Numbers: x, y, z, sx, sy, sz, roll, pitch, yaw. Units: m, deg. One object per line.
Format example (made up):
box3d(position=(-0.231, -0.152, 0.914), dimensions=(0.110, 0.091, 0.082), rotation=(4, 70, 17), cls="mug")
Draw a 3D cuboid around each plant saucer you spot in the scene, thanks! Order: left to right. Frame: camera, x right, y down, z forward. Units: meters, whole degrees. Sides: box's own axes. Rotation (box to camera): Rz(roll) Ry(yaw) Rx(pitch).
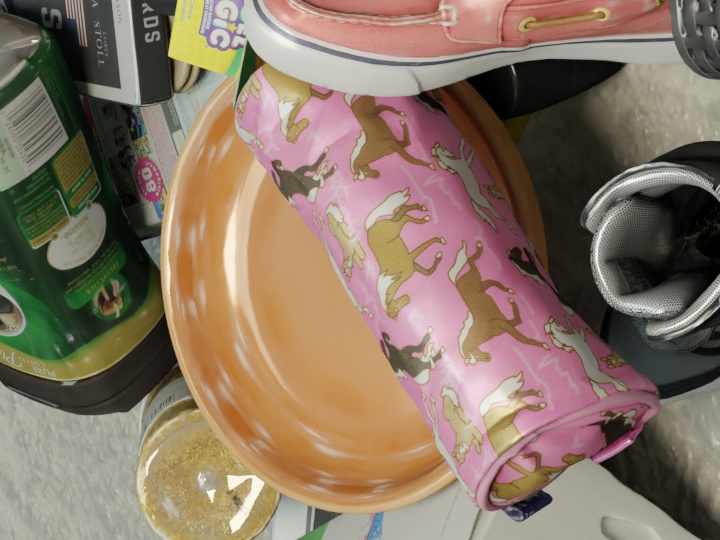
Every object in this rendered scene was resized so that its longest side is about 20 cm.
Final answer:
box3d(position=(0.000, 0.000, 1.126), dimensions=(0.199, 0.037, 0.201), rotation=(4, 96, 39), cls="plant saucer")

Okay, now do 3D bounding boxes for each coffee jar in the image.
box3d(position=(-0.160, -0.024, 1.290), dimensions=(0.104, 0.085, 0.201), rotation=(17, 141, 40), cls="coffee jar")

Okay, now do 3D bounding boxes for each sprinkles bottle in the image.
box3d(position=(-0.074, 0.085, 1.288), dimensions=(0.200, 0.068, 0.069), rotation=(-122, 19, -83), cls="sprinkles bottle")

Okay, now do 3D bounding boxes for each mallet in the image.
box3d(position=(0.065, -0.046, 1.169), dimensions=(0.041, 0.066, 0.200), rotation=(52, 154, 23), cls="mallet")

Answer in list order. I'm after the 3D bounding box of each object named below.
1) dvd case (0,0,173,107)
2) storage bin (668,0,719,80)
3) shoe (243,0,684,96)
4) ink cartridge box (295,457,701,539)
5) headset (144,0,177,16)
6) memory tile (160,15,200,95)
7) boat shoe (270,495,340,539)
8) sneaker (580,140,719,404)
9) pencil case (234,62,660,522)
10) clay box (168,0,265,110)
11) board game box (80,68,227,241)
box3d(position=(-0.161, -0.164, 1.286), dimensions=(0.200, 0.025, 0.151), rotation=(15, 115, 50), cls="dvd case")
box3d(position=(0.173, -0.167, 0.885), dimensions=(0.094, 0.135, 0.201), rotation=(10, 113, 50), cls="storage bin")
box3d(position=(0.058, -0.122, 0.997), dimensions=(0.091, 0.199, 0.072), rotation=(104, 159, -54), cls="shoe")
box3d(position=(0.058, 0.161, 1.163), dimensions=(0.145, 0.084, 0.200), rotation=(35, 145, -15), cls="ink cartridge box")
box3d(position=(-0.084, -0.207, 1.151), dimensions=(0.094, 0.124, 0.201), rotation=(8, 121, 18), cls="headset")
box3d(position=(-0.141, -0.162, 1.295), dimensions=(0.200, 0.017, 0.154), rotation=(7, 109, 52), cls="memory tile")
box3d(position=(-0.003, 0.077, 1.275), dimensions=(0.070, 0.066, 0.201), rotation=(-86, 4, -54), cls="boat shoe")
box3d(position=(0.122, 0.000, 1.040), dimensions=(0.076, 0.114, 0.200), rotation=(60, 142, 16), cls="sneaker")
box3d(position=(0.030, -0.006, 1.021), dimensions=(0.200, 0.083, 0.087), rotation=(57, 163, 21), cls="pencil case")
box3d(position=(-0.028, -0.162, 1.106), dimensions=(0.047, 0.200, 0.115), rotation=(19, 126, 8), cls="clay box")
box3d(position=(-0.091, -0.101, 1.318), dimensions=(0.200, 0.064, 0.148), rotation=(-18, 89, 52), cls="board game box")
